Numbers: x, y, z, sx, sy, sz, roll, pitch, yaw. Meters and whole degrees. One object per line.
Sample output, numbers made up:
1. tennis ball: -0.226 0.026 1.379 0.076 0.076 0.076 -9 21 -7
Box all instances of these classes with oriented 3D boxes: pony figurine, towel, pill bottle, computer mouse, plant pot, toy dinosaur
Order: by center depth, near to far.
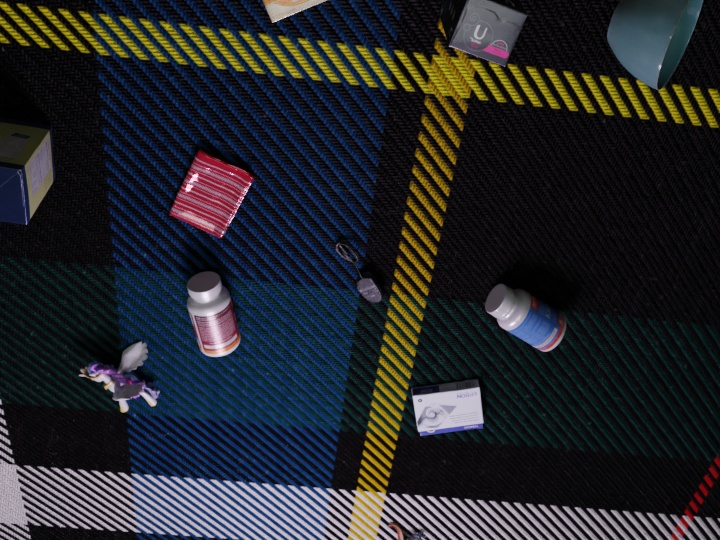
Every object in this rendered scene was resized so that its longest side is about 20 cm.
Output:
1. plant pot: 0.568 -0.477 1.495 0.133 0.199 0.203 28 129 24
2. towel: -0.350 -0.177 1.779 0.143 0.023 0.201 25 122 -16
3. computer mouse: 0.000 0.000 1.907 0.058 0.034 0.202 -16 120 31
4. pill bottle: -0.375 0.110 1.924 0.110 0.114 0.203 -5 126 3
5. pill bottle: 0.419 0.116 1.938 0.198 0.113 0.113 29 121 -21
6. pony figurine: -0.634 0.302 2.052 0.189 0.169 0.201 -13 141 18
7. toy dinosaur: 0.161 0.940 2.564 0.200 0.104 0.183 43 137 15

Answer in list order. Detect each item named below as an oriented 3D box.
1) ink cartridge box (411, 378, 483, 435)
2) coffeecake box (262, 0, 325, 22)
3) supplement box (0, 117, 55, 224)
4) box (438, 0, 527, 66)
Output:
1. ink cartridge box: 0.254 0.410 2.187 0.195 0.041 0.203 -9 125 6
2. coffeecake box: -0.139 -0.606 1.447 0.151 0.074 0.202 -17 123 12
3. supplement box: -0.787 -0.222 1.632 0.195 0.201 0.136 8 126 -7
4. box: 0.230 -0.492 1.453 0.120 0.202 0.107 15 124 -11
